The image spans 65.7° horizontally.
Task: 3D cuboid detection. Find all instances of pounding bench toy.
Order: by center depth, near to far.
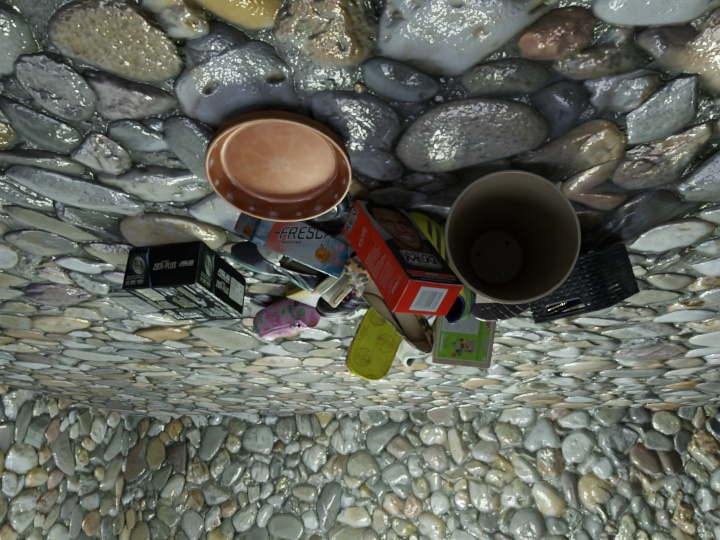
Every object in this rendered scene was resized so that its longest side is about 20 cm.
[{"bbox_3d":[0.216,0.089,1.222,0.122,0.203,0.156,5,-171,-3],"label":"pounding bench toy"}]

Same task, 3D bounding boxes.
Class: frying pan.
[{"bbox_3d":[-0.046,-0.097,0.905,0.189,0.031,0.114,24,150,-37],"label":"frying pan"}]

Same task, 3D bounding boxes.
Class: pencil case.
[{"bbox_3d":[-0.176,0.113,1.325,0.087,0.089,0.199,19,155,-37],"label":"pencil case"}]

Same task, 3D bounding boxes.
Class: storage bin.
[{"bbox_3d":[0.386,0.021,0.979,0.134,0.095,0.199,-21,174,42],"label":"storage bin"}]

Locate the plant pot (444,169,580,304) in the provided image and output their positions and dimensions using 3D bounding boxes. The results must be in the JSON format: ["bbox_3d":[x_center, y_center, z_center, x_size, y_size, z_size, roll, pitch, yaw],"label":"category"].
[{"bbox_3d":[0.223,-0.034,0.871,0.185,0.190,0.200,-2,172,8],"label":"plant pot"}]

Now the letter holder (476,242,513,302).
[{"bbox_3d":[0.186,0.012,1.054,0.197,0.102,0.142,-1,159,6],"label":"letter holder"}]

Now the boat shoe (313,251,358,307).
[{"bbox_3d":[0.000,0.000,1.014,0.199,0.072,0.065,-37,98,31],"label":"boat shoe"}]

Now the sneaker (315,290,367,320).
[{"bbox_3d":[-0.006,0.027,1.097,0.198,0.074,0.088,-25,141,3],"label":"sneaker"}]

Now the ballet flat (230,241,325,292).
[{"bbox_3d":[-0.145,-0.021,1.050,0.199,0.074,0.073,25,149,-32],"label":"ballet flat"}]

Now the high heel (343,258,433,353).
[{"bbox_3d":[0.053,0.059,0.934,0.071,0.143,0.200,-42,135,10],"label":"high heel"}]

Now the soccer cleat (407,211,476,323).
[{"bbox_3d":[0.125,-0.005,0.922,0.064,0.201,0.084,-25,-171,42],"label":"soccer cleat"}]

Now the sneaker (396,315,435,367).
[{"bbox_3d":[0.124,0.140,1.172,0.073,0.071,0.201,-29,160,-26],"label":"sneaker"}]

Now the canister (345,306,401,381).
[{"bbox_3d":[0.024,0.156,1.175,0.086,0.150,0.200,22,168,-1],"label":"canister"}]

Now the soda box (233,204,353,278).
[{"bbox_3d":[-0.107,-0.053,0.931,0.199,0.064,0.068,23,-176,-43],"label":"soda box"}]

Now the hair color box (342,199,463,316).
[{"bbox_3d":[0.058,-0.022,0.834,0.100,0.201,0.062,7,124,-33],"label":"hair color box"}]

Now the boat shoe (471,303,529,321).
[{"bbox_3d":[0.306,0.049,1.120,0.197,0.075,0.073,-16,-174,-1],"label":"boat shoe"}]

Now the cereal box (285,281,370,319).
[{"bbox_3d":[-0.046,0.052,1.236,0.143,0.040,0.199,-22,147,39],"label":"cereal box"}]

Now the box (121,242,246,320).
[{"bbox_3d":[-0.350,0.028,1.138,0.162,0.087,0.200,-5,156,15],"label":"box"}]

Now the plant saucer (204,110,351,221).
[{"bbox_3d":[-0.110,-0.140,0.762,0.197,0.033,0.201,-1,147,-1],"label":"plant saucer"}]
